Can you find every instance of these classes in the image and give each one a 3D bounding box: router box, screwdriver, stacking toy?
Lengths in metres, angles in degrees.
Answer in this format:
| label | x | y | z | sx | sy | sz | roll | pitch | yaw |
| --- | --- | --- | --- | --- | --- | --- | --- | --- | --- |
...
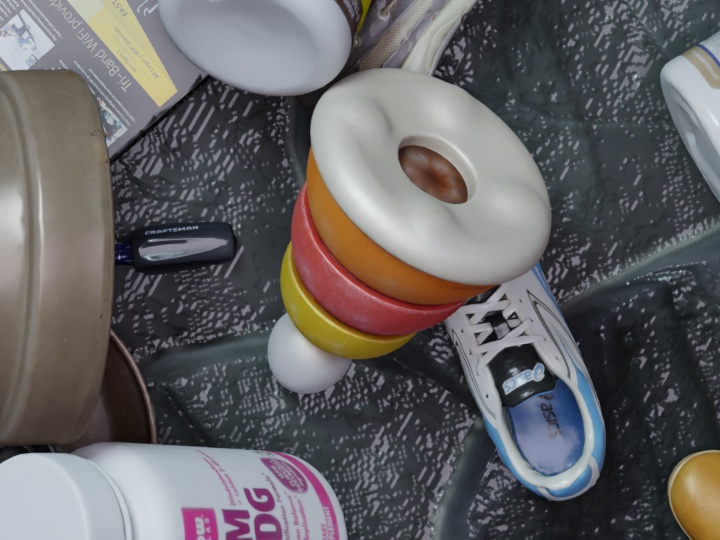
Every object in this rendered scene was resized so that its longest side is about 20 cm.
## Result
| label | x | y | z | sx | sy | sz | roll | pitch | yaw |
| --- | --- | --- | --- | --- | --- | --- | --- | --- | --- |
| router box | -0.166 | -0.169 | 1.658 | 0.157 | 0.052 | 0.200 | -40 | 94 | 0 |
| screwdriver | -0.170 | -0.009 | 1.679 | 0.199 | 0.028 | 0.029 | -2 | 62 | -2 |
| stacking toy | 0.000 | 0.000 | 1.628 | 0.146 | 0.146 | 0.200 | 34 | 128 | -4 |

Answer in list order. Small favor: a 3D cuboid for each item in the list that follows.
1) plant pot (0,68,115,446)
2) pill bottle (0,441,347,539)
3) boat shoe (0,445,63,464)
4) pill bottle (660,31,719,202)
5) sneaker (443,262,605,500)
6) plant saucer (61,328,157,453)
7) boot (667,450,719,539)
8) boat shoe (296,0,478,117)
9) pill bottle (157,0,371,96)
| label | x | y | z | sx | sy | sz | roll | pitch | yaw |
| --- | --- | --- | --- | --- | --- | --- | --- | --- | --- |
| plant pot | -0.233 | -0.010 | 1.536 | 0.174 | 0.200 | 0.201 | 2 | 92 | -19 |
| pill bottle | -0.110 | 0.151 | 1.594 | 0.113 | 0.200 | 0.114 | -5 | 82 | 40 |
| boat shoe | -0.192 | 0.177 | 1.627 | 0.072 | 0.071 | 0.201 | 0 | 92 | -3 |
| pill bottle | 0.279 | -0.114 | 1.658 | 0.199 | 0.111 | 0.111 | -29 | 94 | -1 |
| sneaker | 0.084 | 0.037 | 1.673 | 0.072 | 0.072 | 0.201 | -27 | 92 | 0 |
| plant saucer | -0.215 | 0.099 | 1.676 | 0.199 | 0.037 | 0.202 | 0 | 92 | -3 |
| boot | 0.269 | 0.172 | 1.653 | 0.201 | 0.144 | 0.071 | 36 | 89 | -4 |
| boat shoe | 0.030 | -0.162 | 1.660 | 0.073 | 0.074 | 0.201 | 29 | 89 | -4 |
| pill bottle | -0.030 | -0.201 | 1.605 | 0.109 | 0.109 | 0.201 | 23 | 58 | -4 |
